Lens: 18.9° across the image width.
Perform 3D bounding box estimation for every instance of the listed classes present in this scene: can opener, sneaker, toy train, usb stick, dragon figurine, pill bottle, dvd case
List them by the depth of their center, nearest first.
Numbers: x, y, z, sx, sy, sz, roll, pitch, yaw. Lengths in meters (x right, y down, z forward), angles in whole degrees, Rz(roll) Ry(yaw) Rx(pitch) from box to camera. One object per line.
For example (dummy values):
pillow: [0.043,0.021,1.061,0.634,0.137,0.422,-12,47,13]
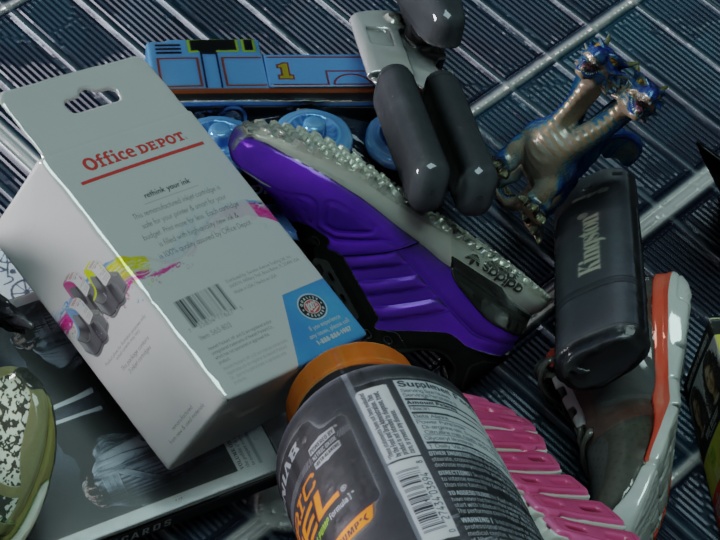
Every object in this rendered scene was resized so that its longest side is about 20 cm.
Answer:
sneaker: [-0.223,0.123,1.022,0.077,0.089,0.200,39,85,25]
pill bottle: [0.021,0.115,1.026,0.106,0.106,0.200,-6,33,-14]
sneaker: [0.067,0.132,1.122,0.074,0.088,0.200,8,24,-37]
dvd case: [-0.161,0.080,1.129,0.200,0.025,0.150,-19,63,-22]
sneaker: [0.000,0.000,1.178,0.200,0.100,0.070,33,7,-14]
sneaker: [0.132,0.078,1.182,0.082,0.077,0.200,7,41,9]
usb stick: [0.131,0.001,1.193,0.033,0.055,0.200,51,21,-20]
can opener: [0.036,-0.108,1.194,0.053,0.067,0.200,5,32,-15]
dragon figurine: [0.119,-0.071,1.211,0.099,0.200,0.059,-39,82,-3]
toy train: [-0.035,-0.078,1.259,0.200,0.087,0.114,-2,47,-11]

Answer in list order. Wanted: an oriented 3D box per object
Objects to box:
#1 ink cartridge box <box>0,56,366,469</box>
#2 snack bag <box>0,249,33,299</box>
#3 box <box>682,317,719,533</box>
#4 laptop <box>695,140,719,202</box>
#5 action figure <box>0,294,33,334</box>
ink cartridge box: [-0.106,-0.009,1.126,0.115,0.068,0.200,-23,70,-49]
snack bag: [-0.171,0.060,1.169,0.188,0.021,0.200,-18,58,-22]
box: [0.221,0.125,1.152,0.050,0.075,0.200,-3,55,-9]
laptop: [0.311,-0.035,1.262,0.187,0.116,0.200,39,57,19]
action figure: [-0.243,0.030,1.072,0.119,0.102,0.200,24,57,20]
